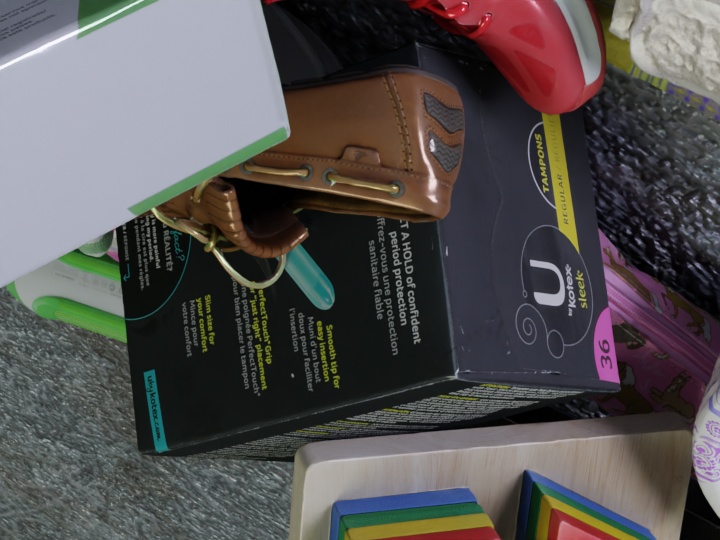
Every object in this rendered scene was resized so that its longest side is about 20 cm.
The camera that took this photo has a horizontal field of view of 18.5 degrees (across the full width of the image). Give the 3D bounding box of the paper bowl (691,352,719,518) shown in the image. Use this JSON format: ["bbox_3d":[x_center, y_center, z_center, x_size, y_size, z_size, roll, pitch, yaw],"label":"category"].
[{"bbox_3d":[0.259,0.068,1.003,0.199,0.105,0.201,18,144,13],"label":"paper bowl"}]

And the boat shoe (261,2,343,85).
[{"bbox_3d":[-0.089,-0.134,1.078,0.199,0.071,0.070,36,159,3],"label":"boat shoe"}]

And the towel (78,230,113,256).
[{"bbox_3d":[-0.181,-0.113,1.187,0.150,0.031,0.201,59,169,29],"label":"towel"}]

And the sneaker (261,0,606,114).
[{"bbox_3d":[0.009,-0.120,0.893,0.200,0.116,0.078,51,158,-17],"label":"sneaker"}]

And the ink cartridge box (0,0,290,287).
[{"bbox_3d":[-0.145,-0.084,0.884,0.200,0.144,0.085,28,140,51],"label":"ink cartridge box"}]

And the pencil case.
[{"bbox_3d":[0.148,0.043,1.118,0.199,0.087,0.083,37,118,-16],"label":"pencil case"}]

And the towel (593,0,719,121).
[{"bbox_3d":[0.151,-0.102,0.917,0.199,0.023,0.144,29,155,3],"label":"towel"}]

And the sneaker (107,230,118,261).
[{"bbox_3d":[-0.101,-0.031,1.278,0.199,0.082,0.088,24,173,35],"label":"sneaker"}]

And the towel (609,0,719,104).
[{"bbox_3d":[0.192,-0.099,0.824,0.199,0.035,0.133,21,142,14],"label":"towel"}]

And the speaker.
[{"bbox_3d":[-0.126,0.010,1.374,0.199,0.089,0.089,17,153,30],"label":"speaker"}]

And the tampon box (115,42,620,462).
[{"bbox_3d":[0.000,0.000,1.030,0.199,0.151,0.126,-16,165,39],"label":"tampon box"}]

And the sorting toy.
[{"bbox_3d":[0.066,0.179,1.060,0.070,0.197,0.202,-124,35,-59],"label":"sorting toy"}]

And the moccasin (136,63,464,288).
[{"bbox_3d":[-0.044,-0.036,0.946,0.200,0.079,0.073,-3,167,29],"label":"moccasin"}]

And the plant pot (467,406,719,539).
[{"bbox_3d":[0.109,0.183,1.244,0.198,0.179,0.200,26,-177,8],"label":"plant pot"}]
